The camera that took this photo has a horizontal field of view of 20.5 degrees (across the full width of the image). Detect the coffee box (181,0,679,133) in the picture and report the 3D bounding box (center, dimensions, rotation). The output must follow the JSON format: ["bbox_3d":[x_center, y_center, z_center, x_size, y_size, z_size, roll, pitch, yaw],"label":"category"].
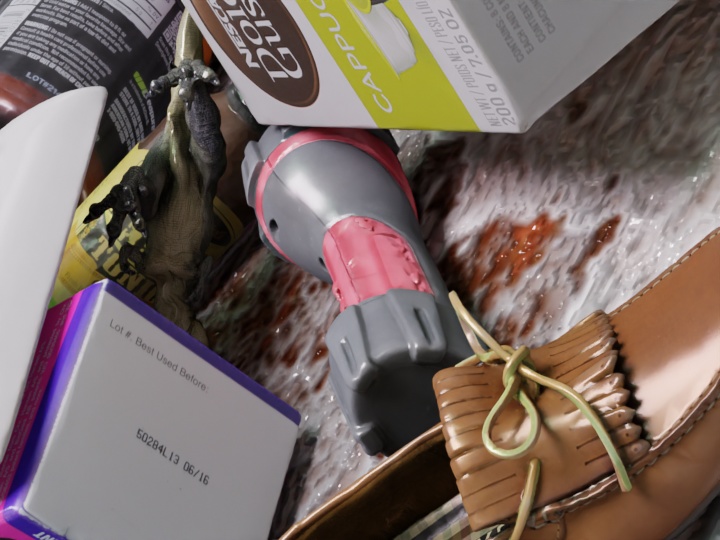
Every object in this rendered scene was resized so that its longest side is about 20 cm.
[{"bbox_3d":[0.024,-0.186,0.702,0.200,0.200,0.197,-41,23,-20],"label":"coffee box"}]

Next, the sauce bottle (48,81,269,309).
[{"bbox_3d":[-0.083,-0.032,0.898,0.200,0.065,0.065,-46,28,17],"label":"sauce bottle"}]

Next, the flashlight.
[{"bbox_3d":[0.000,0.000,0.723,0.067,0.068,0.200,-16,27,-2],"label":"flashlight"}]

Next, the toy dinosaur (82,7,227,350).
[{"bbox_3d":[-0.074,-0.046,0.815,0.088,0.047,0.202,12,-95,-80],"label":"toy dinosaur"}]

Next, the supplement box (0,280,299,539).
[{"bbox_3d":[-0.133,0.099,0.773,0.199,0.101,0.104,-25,38,44],"label":"supplement box"}]

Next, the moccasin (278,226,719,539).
[{"bbox_3d":[0.044,0.054,0.589,0.201,0.078,0.074,-38,32,28],"label":"moccasin"}]

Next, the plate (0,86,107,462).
[{"bbox_3d":[-0.186,0.034,0.770,0.199,0.032,0.201,-34,33,34],"label":"plate"}]

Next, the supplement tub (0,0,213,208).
[{"bbox_3d":[-0.139,-0.103,1.001,0.107,0.107,0.201,-27,23,40],"label":"supplement tub"}]
